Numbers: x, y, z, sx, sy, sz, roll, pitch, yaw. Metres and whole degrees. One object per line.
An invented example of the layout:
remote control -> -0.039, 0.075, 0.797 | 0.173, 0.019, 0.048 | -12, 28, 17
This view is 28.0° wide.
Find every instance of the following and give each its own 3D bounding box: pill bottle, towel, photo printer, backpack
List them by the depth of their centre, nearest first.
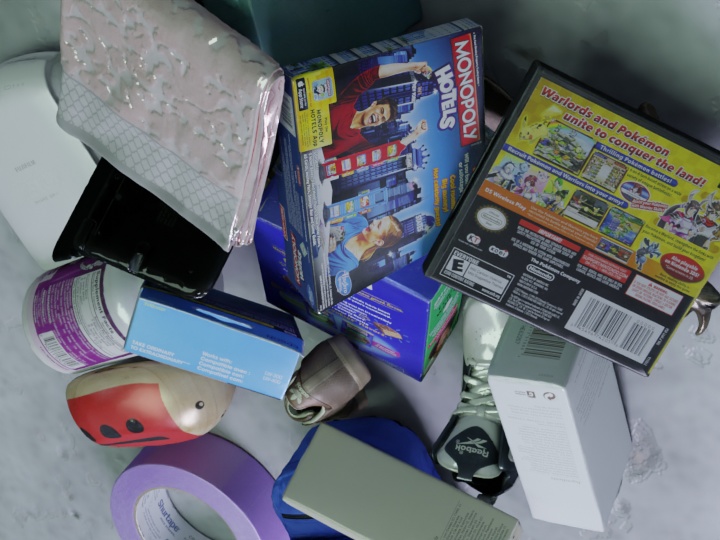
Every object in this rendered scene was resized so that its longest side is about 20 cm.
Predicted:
towel -> -0.146, -0.128, 1.051 | 0.200, 0.032, 0.191 | 37, 141, 17
photo printer -> -0.297, -0.109, 1.394 | 0.166, 0.069, 0.200 | -17, 112, 37
backpack -> 0.009, 0.252, 1.408 | 0.162, 0.168, 0.200 | -11, 111, 28
pill bottle -> -0.233, 0.031, 1.426 | 0.200, 0.112, 0.112 | -17, 112, 37

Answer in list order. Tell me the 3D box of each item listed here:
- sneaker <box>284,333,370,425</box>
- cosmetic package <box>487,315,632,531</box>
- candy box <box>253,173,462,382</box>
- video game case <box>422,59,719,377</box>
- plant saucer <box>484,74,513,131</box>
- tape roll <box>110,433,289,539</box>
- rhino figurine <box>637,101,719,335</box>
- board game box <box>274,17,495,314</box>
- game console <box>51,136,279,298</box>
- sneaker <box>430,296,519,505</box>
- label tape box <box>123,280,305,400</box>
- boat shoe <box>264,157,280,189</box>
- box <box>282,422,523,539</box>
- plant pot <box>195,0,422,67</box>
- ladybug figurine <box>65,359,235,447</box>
sneaker -> -0.040, 0.106, 1.319 | 0.070, 0.075, 0.200 | 55, 169, 12
cosmetic package -> 0.174, 0.123, 1.235 | 0.074, 0.102, 0.200 | 7, 137, 26
candy box -> 0.000, 0.000, 1.240 | 0.169, 0.077, 0.200 | 27, 161, 11
video game case -> 0.175, -0.035, 1.088 | 0.200, 0.026, 0.181 | 24, 109, -11
plant saucer -> 0.051, -0.106, 1.192 | 0.200, 0.032, 0.200 | 9, 137, 9
tape roll -> -0.176, 0.274, 1.595 | 0.200, 0.066, 0.200 | 15, 127, 21
rhino figurine -> 0.230, -0.031, 1.151 | 0.087, 0.060, 0.200 | -18, 112, 33
board game box -> 0.038, -0.091, 1.084 | 0.062, 0.200, 0.200 | 48, 149, 50
game console -> -0.156, -0.080, 1.212 | 0.176, 0.200, 0.116 | 22, 166, 11
sneaker -> 0.112, 0.121, 1.277 | 0.079, 0.130, 0.199 | 11, 126, 21
label tape box -> -0.127, 0.058, 1.243 | 0.143, 0.200, 0.066 | 18, 95, -7
boat shoe -> -0.135, -0.111, 1.299 | 0.200, 0.066, 0.074 | 30, 133, 11
box -> 0.038, 0.216, 1.281 | 0.200, 0.082, 0.068 | 26, 169, 17
plant pot -> -0.068, -0.214, 1.100 | 0.141, 0.200, 0.141 | 3, 123, 29
ladybug figurine -> -0.218, 0.139, 1.481 | 0.200, 0.072, 0.136 | -12, 159, 32
